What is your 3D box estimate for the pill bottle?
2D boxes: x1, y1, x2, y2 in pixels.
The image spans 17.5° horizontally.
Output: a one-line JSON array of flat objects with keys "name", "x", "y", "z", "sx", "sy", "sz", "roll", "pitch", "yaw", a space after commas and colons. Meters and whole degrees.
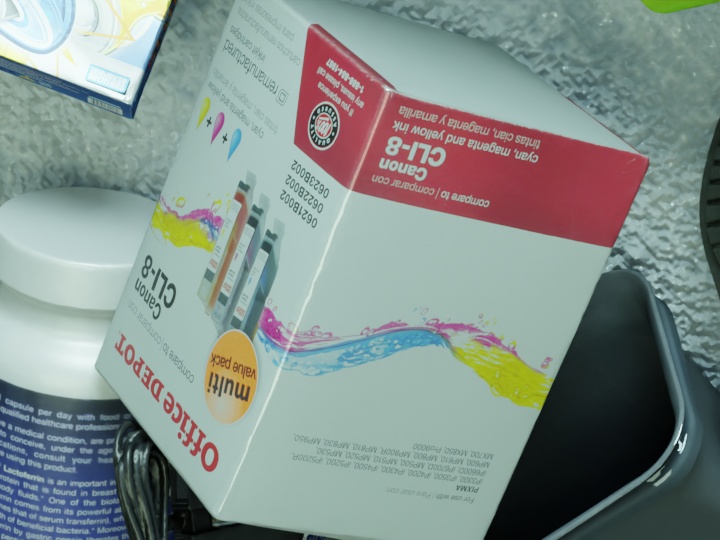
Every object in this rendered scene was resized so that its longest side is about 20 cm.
[{"name": "pill bottle", "x": -0.138, "y": 0.068, "z": 1.139, "sx": 0.115, "sy": 0.116, "sz": 0.201, "roll": 11, "pitch": 115, "yaw": 8}]

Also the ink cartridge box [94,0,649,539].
[{"name": "ink cartridge box", "x": 0.000, "y": 0.000, "z": 1.021, "sx": 0.144, "sy": 0.145, "sz": 0.201, "roll": 11, "pitch": 109, "yaw": -34}]

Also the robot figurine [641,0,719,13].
[{"name": "robot figurine", "x": 0.150, "y": -0.194, "z": 0.965, "sx": 0.199, "sy": 0.116, "sz": 0.177, "roll": 4, "pitch": 91, "yaw": 12}]

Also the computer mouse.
[{"name": "computer mouse", "x": -0.057, "y": 0.141, "z": 1.095, "sx": 0.046, "sy": 0.200, "sz": 0.141, "roll": -7, "pitch": 83, "yaw": 15}]

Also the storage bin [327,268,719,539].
[{"name": "storage bin", "x": 0.100, "y": 0.111, "z": 1.106, "sx": 0.200, "sy": 0.146, "sz": 0.134, "roll": -35, "pitch": 129, "yaw": 23}]

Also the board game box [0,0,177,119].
[{"name": "board game box", "x": -0.171, "y": -0.167, "z": 1.047, "sx": 0.199, "sy": 0.034, "sz": 0.136, "roll": 20, "pitch": 81, "yaw": -2}]

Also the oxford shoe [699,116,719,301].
[{"name": "oxford shoe", "x": 0.199, "y": -0.009, "z": 1.062, "sx": 0.072, "sy": 0.084, "sz": 0.201, "roll": 4, "pitch": 95, "yaw": 27}]

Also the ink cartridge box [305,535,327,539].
[{"name": "ink cartridge box", "x": 0.034, "y": 0.224, "z": 1.178, "sx": 0.044, "sy": 0.094, "sz": 0.200, "roll": -30, "pitch": 103, "yaw": 22}]
